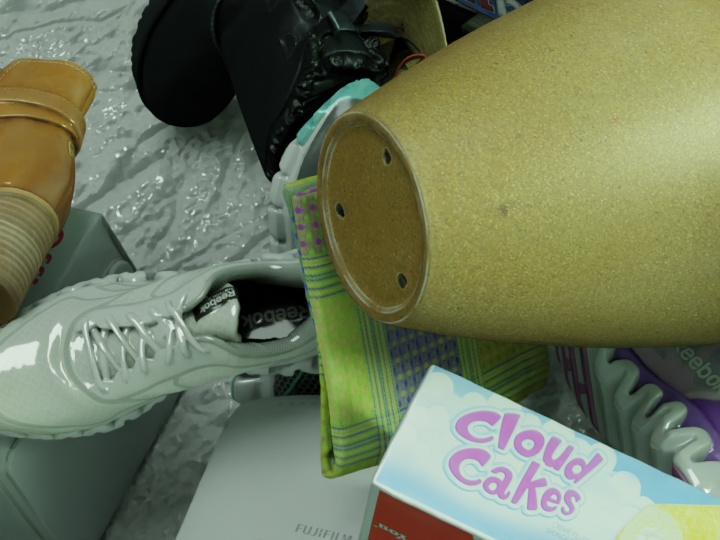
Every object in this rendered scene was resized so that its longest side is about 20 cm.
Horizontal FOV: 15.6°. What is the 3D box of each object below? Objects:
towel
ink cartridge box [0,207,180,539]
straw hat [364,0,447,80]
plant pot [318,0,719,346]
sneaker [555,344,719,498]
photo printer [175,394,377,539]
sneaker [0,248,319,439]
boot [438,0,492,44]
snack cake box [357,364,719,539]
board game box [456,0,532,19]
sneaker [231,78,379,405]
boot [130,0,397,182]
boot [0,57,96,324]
[{"bbox_3d":[0.030,0.010,1.255,0.023,0.144,0.200,-4,11,34],"label":"towel"},{"bbox_3d":[-0.220,0.050,1.387,0.200,0.145,0.146,11,59,29],"label":"ink cartridge box"},{"bbox_3d":[0.033,-0.081,1.422,0.085,0.201,0.201,5,42,-27],"label":"straw hat"},{"bbox_3d":[0.089,-0.043,1.165,0.200,0.187,0.186,-12,42,-28],"label":"plant pot"},{"bbox_3d":[0.158,0.053,1.280,0.088,0.081,0.200,-24,48,-10],"label":"sneaker"},{"bbox_3d":[-0.013,0.152,1.265,0.166,0.070,0.200,11,58,21],"label":"photo printer"},{"bbox_3d":[-0.092,0.030,1.250,0.199,0.081,0.075,-16,86,-4],"label":"sneaker"},{"bbox_3d":[0.112,-0.179,1.493,0.174,0.069,0.200,-36,51,-15],"label":"boot"},{"bbox_3d":[0.100,0.133,1.163,0.200,0.115,0.067,25,63,7],"label":"snack cake box"},{"bbox_3d":[0.100,-0.217,1.360,0.135,0.035,0.200,30,63,30],"label":"board game box"},{"bbox_3d":[0.000,0.000,1.331,0.091,0.200,0.078,24,32,21],"label":"sneaker"},{"bbox_3d":[-0.055,-0.106,1.434,0.073,0.198,0.163,-1,49,-30],"label":"boot"},{"bbox_3d":[-0.233,-0.039,1.326,0.199,0.074,0.155,1,49,17],"label":"boot"}]
